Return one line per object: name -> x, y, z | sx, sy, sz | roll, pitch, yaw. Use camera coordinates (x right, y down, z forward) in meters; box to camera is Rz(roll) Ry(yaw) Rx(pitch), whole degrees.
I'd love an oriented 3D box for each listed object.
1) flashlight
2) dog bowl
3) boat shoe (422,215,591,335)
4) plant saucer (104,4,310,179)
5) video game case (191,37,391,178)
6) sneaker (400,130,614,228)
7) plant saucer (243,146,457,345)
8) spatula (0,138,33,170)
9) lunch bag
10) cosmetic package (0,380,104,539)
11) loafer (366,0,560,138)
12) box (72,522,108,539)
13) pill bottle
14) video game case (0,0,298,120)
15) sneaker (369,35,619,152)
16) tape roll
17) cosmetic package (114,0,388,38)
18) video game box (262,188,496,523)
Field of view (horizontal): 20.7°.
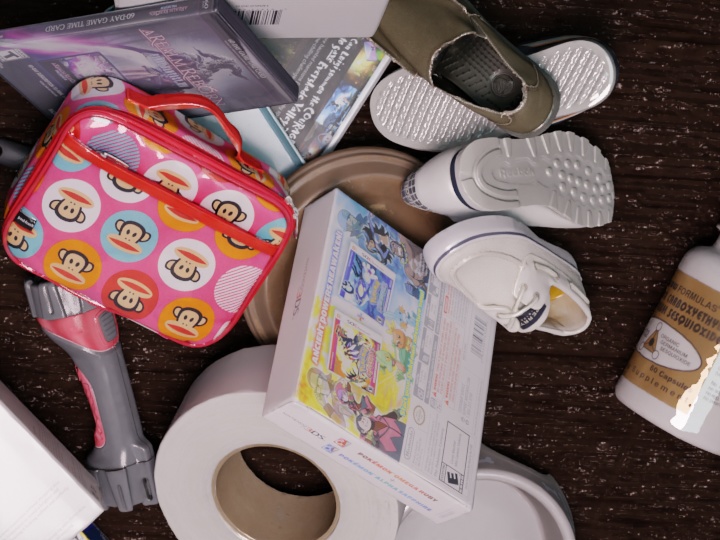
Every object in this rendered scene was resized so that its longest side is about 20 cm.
flashlight -> -0.213, 0.092, 1.569 | 0.068, 0.068, 0.201 | -15, 108, -11
dog bowl -> 0.092, 0.243, 1.652 | 0.199, 0.059, 0.201 | -2, 101, -10
boat shoe -> 0.123, 0.013, 1.549 | 0.071, 0.070, 0.200 | -36, 151, 20
plant saucer -> -0.118, -0.136, 1.535 | 0.070, 0.019, 0.200 | -34, 106, -2
video game case -> -0.077, -0.174, 1.556 | 0.181, 0.023, 0.201 | 32, 94, -14
sneaker -> 0.124, -0.068, 1.574 | 0.199, 0.080, 0.077 | 7, 72, -42
plant saucer -> 0.000, 0.000, 1.579 | 0.199, 0.029, 0.201 | -8, 111, -20
spatula -> -0.201, -0.071, 1.556 | 0.199, 0.021, 0.057 | 17, 100, -12
lunch bag -> -0.152, -0.052, 1.476 | 0.199, 0.082, 0.176 | 27, 113, -20
cosmetic package -> -0.299, 0.137, 1.479 | 0.113, 0.081, 0.200 | -40, 104, -3
loafer -> 0.066, -0.177, 1.504 | 0.200, 0.070, 0.075 | 34, 98, 12
box -> -0.286, 0.175, 1.566 | 0.064, 0.070, 0.200 | -41, 105, 0
pill bottle -> 0.302, 0.041, 1.617 | 0.114, 0.114, 0.201 | 25, 96, -14
video game case -> -0.164, -0.149, 1.453 | 0.199, 0.143, 0.019 | -5, 66, 22
sneaker -> 0.111, -0.141, 1.572 | 0.199, 0.079, 0.079 | -7, 97, 16
tape roll -> -0.060, 0.161, 1.557 | 0.201, 0.071, 0.203 | 7, 123, 11
cosmetic package -> -0.085, -0.282, 1.449 | 0.198, 0.123, 0.201 | -1, 82, -7
video game box -> 0.020, 0.065, 1.498 | 0.182, 0.201, 0.047 | 36, 136, -29
